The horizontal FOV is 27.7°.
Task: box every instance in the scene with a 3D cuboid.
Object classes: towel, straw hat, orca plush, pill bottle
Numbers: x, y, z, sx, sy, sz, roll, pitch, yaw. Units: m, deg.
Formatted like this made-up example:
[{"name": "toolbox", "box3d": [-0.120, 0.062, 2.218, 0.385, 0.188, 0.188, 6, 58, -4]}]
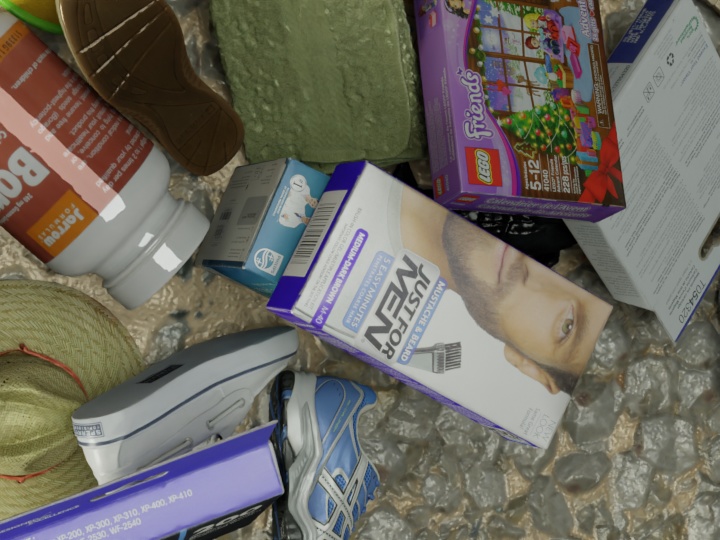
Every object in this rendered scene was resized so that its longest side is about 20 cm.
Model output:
[{"name": "towel", "box3d": [-0.031, -0.158, 1.028, 0.148, 0.036, 0.200, -5, 117, 21]}, {"name": "straw hat", "box3d": [-0.233, 0.100, 0.993, 0.201, 0.085, 0.201, 0, 90, -19]}, {"name": "orca plush", "box3d": [0.123, -0.057, 1.124, 0.200, 0.071, 0.105, 14, 86, -19]}, {"name": "pill bottle", "box3d": [-0.203, -0.069, 0.988, 0.200, 0.112, 0.112, 43, 77, -14]}]

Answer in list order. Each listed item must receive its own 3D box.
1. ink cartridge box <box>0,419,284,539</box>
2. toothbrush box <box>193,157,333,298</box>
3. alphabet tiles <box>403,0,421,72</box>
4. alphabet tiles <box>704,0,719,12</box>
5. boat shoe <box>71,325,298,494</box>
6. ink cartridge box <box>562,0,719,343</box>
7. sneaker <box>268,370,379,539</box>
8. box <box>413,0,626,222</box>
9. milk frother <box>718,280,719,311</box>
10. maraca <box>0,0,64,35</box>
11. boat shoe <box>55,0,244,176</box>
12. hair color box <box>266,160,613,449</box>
[{"name": "ink cartridge box", "box3d": [-0.152, 0.170, 0.963, 0.198, 0.200, 0.043, -19, 75, -18]}, {"name": "toothbrush box", "box3d": [0.000, 0.000, 1.043, 0.200, 0.146, 0.085, 24, 83, -19]}, {"name": "alphabet tiles", "box3d": [0.041, -0.218, 1.082, 0.167, 0.008, 0.200, 18, 75, 7]}, {"name": "alphabet tiles", "box3d": [0.331, -0.311, 1.222, 0.167, 0.008, 0.200, 35, 79, -16]}, {"name": "boat shoe", "box3d": [-0.115, 0.094, 1.020, 0.200, 0.074, 0.065, -25, 106, -42]}, {"name": "ink cartridge box", "box3d": [0.236, -0.079, 1.148, 0.196, 0.043, 0.200, -55, 129, -24]}, {"name": "sneaker", "box3d": [-0.024, 0.174, 1.071, 0.077, 0.076, 0.200, 0, 92, -15]}, {"name": "box", "box3d": [0.109, -0.137, 1.017, 0.137, 0.039, 0.200, 3, 73, -27]}, {"name": "milk frother", "box3d": [0.410, 0.057, 1.160, 0.188, 0.200, 0.181, 16, 89, -18]}, {"name": "maraca", "box3d": [-0.217, -0.254, 0.984, 0.137, 0.107, 0.200, -38, 105, -24]}, {"name": "boat shoe", "box3d": [-0.150, -0.144, 0.986, 0.072, 0.072, 0.200, -44, 141, -3]}, {"name": "hair color box", "box3d": [0.053, 0.024, 0.952, 0.200, 0.065, 0.109, 29, 82, -19]}]
